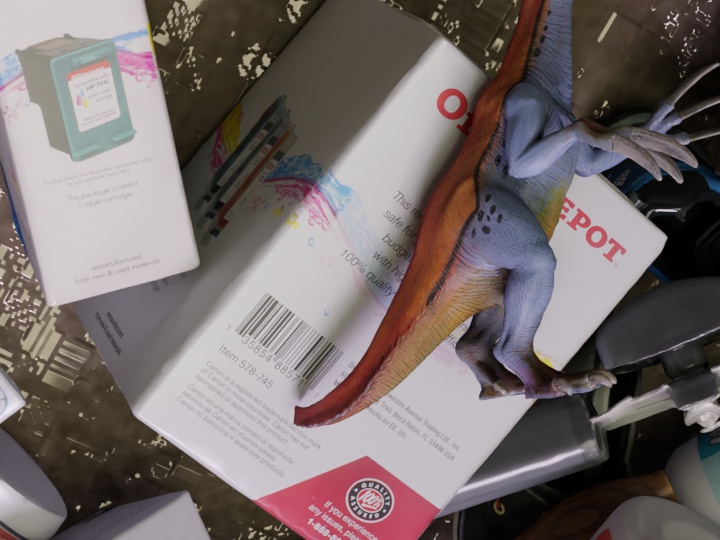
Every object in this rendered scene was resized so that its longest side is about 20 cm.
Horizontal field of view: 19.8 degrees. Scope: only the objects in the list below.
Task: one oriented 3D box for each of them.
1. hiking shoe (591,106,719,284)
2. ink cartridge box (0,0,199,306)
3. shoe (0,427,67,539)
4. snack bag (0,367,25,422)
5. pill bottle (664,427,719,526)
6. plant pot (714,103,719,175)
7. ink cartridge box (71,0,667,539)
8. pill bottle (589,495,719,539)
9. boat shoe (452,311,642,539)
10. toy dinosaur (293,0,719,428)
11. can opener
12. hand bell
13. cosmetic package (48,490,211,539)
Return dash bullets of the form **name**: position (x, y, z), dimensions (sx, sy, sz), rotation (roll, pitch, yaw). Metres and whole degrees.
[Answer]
- **hiking shoe**: position (0.189, 0.003, 0.989), dimensions (0.200, 0.087, 0.074), rotation (27, 115, -20)
- **ink cartridge box**: position (-0.126, -0.101, 0.845), dimensions (0.067, 0.116, 0.200), rotation (-15, 111, -11)
- **shoe**: position (-0.231, 0.079, 0.901), dimensions (0.200, 0.071, 0.091), rotation (38, 95, -19)
- **snack bag**: position (-0.263, 0.026, 0.836), dimensions (0.189, 0.021, 0.200), rotation (-35, 89, 7)
- **pill bottle**: position (0.225, 0.109, 0.998), dimensions (0.200, 0.111, 0.111), rotation (-32, 116, 15)
- **plant pot**: position (0.241, -0.115, 0.911), dimensions (0.187, 0.187, 0.200), rotation (21, 97, -23)
- **ink cartridge box**: position (0.000, 0.000, 0.902), dimensions (0.145, 0.145, 0.200), rotation (40, 93, -25)
- **pill bottle**: position (0.105, 0.210, 0.938), dimensions (0.112, 0.112, 0.200), rotation (26, 114, -23)
- **boat shoe**: position (0.093, 0.106, 1.015), dimensions (0.074, 0.063, 0.202), rotation (0, 109, -20)
- **toy dinosaur**: position (0.060, -0.042, 0.787), dimensions (0.200, 0.105, 0.182), rotation (-9, 88, -3)
- **can opener**: position (0.092, 0.066, 0.953), dimensions (0.200, 0.053, 0.067), rotation (-24, 74, 9)
- **hand bell**: position (0.057, 0.145, 0.975), dimensions (0.200, 0.104, 0.104), rotation (-26, 114, 3)
- **cosmetic package**: position (-0.096, 0.213, 0.929), dimensions (0.113, 0.081, 0.200), rotation (-31, 100, -41)
